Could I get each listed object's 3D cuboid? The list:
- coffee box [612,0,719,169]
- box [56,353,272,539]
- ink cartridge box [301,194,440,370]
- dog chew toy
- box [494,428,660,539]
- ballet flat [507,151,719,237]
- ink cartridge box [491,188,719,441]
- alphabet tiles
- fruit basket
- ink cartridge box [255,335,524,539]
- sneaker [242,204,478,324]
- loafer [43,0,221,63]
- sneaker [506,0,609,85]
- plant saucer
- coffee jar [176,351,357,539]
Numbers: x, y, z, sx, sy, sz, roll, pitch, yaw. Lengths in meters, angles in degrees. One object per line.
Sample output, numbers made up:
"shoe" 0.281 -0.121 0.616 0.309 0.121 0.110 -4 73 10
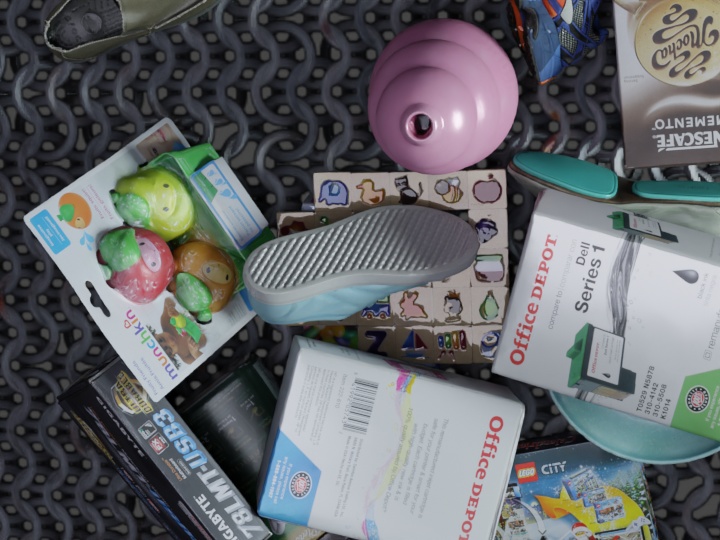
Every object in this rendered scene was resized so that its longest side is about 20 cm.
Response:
"coffee box" 0.261 -0.189 1.523 0.112 0.080 0.202 -4 103 10
"box" -0.173 0.166 1.633 0.050 0.198 0.200 -40 95 -16
"ink cartridge box" 0.010 0.037 1.647 0.118 0.042 0.202 2 106 10
"dog chew toy" 0.061 -0.133 1.509 0.123 0.200 0.126 2 104 9
"box" 0.158 0.219 1.667 0.198 0.038 0.138 -11 102 12
"ballet flat" 0.217 -0.050 1.576 0.198 0.067 0.064 10 117 8
"ink cartridge box" 0.217 0.034 1.517 0.199 0.084 0.147 16 108 8
"alphabet tiles" 0.028 -0.002 1.611 0.198 0.008 0.169 0 103 9
"fruit basket" -0.163 -0.016 1.576 0.093 0.200 0.186 -30 97 37
"ink cartridge box" 0.024 0.151 1.591 0.198 0.085 0.146 14 95 -6
"sneaker" 0.000 0.000 1.587 0.198 0.082 0.074 -8 61 -4
"loafer" -0.186 -0.229 1.595 0.199 0.070 0.076 -29 98 15
"sneaker" 0.153 -0.237 1.503 0.078 0.200 0.076 -23 57 -2
"plant saucer" 0.250 0.062 1.582 0.198 0.036 0.202 4 106 13
"coffee jar" -0.075 0.179 1.670 0.104 0.085 0.200 -37 95 1
